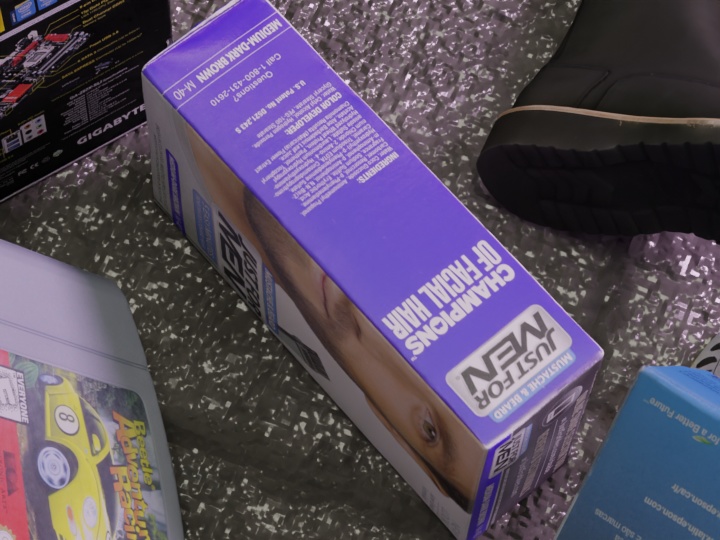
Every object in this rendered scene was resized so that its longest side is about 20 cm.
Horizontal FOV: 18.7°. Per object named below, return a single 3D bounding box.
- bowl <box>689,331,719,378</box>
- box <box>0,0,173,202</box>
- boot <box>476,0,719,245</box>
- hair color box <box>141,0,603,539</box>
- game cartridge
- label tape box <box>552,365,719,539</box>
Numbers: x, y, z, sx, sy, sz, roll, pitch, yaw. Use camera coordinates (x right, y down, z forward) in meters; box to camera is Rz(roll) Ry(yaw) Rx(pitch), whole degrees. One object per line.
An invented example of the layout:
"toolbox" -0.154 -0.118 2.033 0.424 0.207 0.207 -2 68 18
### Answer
"bowl" 0.218 0.072 0.829 0.200 0.094 0.202 1 65 -1
"box" -0.167 -0.072 0.844 0.200 0.160 0.049 -30 69 -15
"boot" 0.159 -0.081 0.884 0.199 0.078 0.139 11 58 27
"hair color box" 0.000 0.000 0.845 0.065 0.109 0.200 -38 71 -18
"game cartridge" -0.116 0.084 0.791 0.041 0.133 0.201 -21 67 23
"label tape box" 0.124 0.154 0.771 0.143 0.066 0.201 31 103 30
